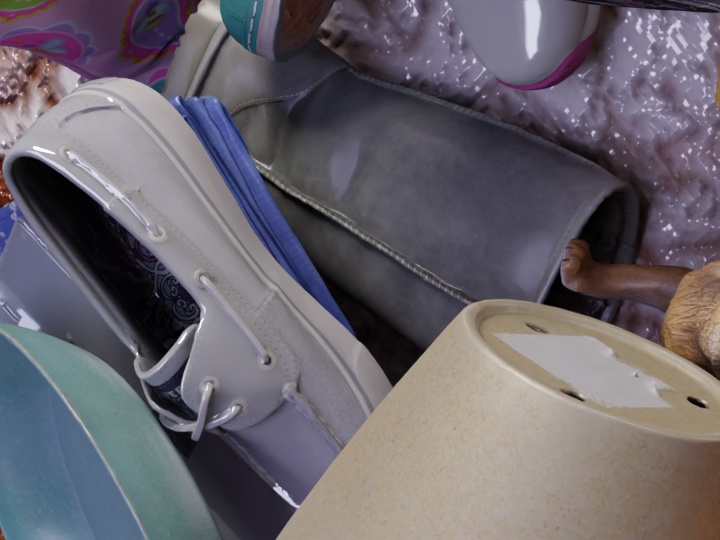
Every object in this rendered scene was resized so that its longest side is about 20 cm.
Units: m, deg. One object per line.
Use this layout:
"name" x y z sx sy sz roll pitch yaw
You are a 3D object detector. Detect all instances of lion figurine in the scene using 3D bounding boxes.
"lion figurine" 0.125 0.051 0.910 0.122 0.200 0.073 12 67 14

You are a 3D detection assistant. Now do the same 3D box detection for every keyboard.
"keyboard" -0.073 0.064 1.032 0.200 0.011 0.056 46 135 12

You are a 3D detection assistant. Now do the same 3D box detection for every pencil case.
"pencil case" -0.130 -0.117 1.020 0.087 0.200 0.088 -3 84 31

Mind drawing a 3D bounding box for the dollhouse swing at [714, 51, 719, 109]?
"dollhouse swing" 0.234 -0.038 0.840 0.200 0.176 0.182 36 79 29

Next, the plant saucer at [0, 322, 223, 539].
"plant saucer" -0.090 0.103 1.009 0.200 0.036 0.200 48 152 35

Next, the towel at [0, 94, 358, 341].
"towel" -0.086 0.025 1.054 0.200 0.024 0.145 -26 97 44

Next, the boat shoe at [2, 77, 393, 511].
"boat shoe" -0.054 0.024 0.963 0.072 0.068 0.200 -26 99 44

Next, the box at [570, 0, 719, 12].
"box" 0.056 -0.190 0.847 0.115 0.132 0.201 -154 73 -72

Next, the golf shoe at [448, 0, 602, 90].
"golf shoe" 0.032 -0.159 0.946 0.075 0.091 0.201 -6 97 39

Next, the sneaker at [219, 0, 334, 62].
"sneaker" -0.036 -0.180 0.991 0.080 0.071 0.201 14 103 20

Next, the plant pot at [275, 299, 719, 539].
"plant pot" 0.039 0.118 0.819 0.187 0.187 0.200 30 110 32

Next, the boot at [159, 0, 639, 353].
"boot" -0.002 0.001 1.034 0.200 0.073 0.182 32 121 23
